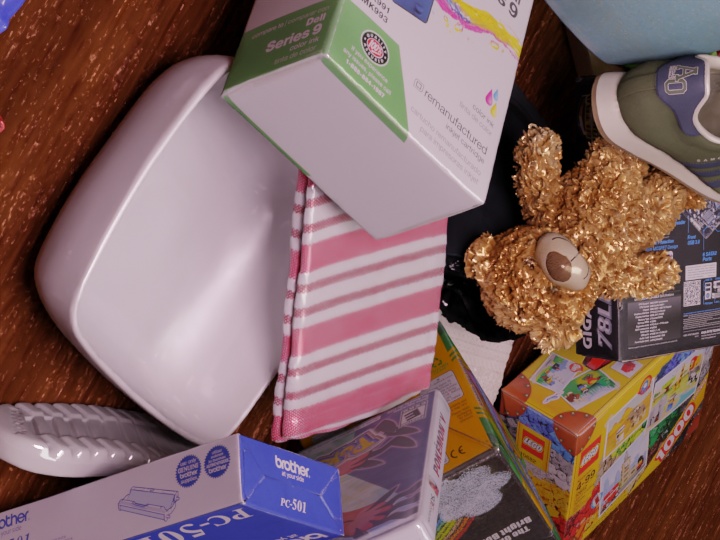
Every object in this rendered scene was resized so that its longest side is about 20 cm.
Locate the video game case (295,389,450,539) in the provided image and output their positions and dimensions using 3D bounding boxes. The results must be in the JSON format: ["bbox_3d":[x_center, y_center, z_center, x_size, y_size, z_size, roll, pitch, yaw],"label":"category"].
[{"bbox_3d":[-0.041,0.155,1.268,0.023,0.200,0.182,61,15,-16],"label":"video game case"}]

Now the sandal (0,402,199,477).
[{"bbox_3d":[-0.145,0.118,1.258,0.202,0.082,0.050,15,106,-38],"label":"sandal"}]

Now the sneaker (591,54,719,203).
[{"bbox_3d":[0.246,-0.092,1.359,0.200,0.090,0.067,17,68,-42],"label":"sneaker"}]

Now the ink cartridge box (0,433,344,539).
[{"bbox_3d":[-0.117,0.148,1.209,0.094,0.200,0.044,26,51,-49],"label":"ink cartridge box"}]

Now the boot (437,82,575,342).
[{"bbox_3d":[0.109,-0.021,1.464,0.200,0.076,0.168,43,48,-46],"label":"boot"}]

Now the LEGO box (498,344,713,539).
[{"bbox_3d":[0.195,0.111,1.673,0.200,0.077,0.149,-38,145,-35],"label":"LEGO box"}]

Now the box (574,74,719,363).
[{"bbox_3d":[0.238,-0.044,1.502,0.200,0.050,0.199,-8,99,-39],"label":"box"}]

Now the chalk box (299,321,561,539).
[{"bbox_3d":[0.053,0.154,1.457,0.125,0.124,0.200,-27,140,3],"label":"chalk box"}]

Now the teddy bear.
[{"bbox_3d":[0.160,-0.037,1.370,0.200,0.067,0.145,-25,107,-32],"label":"teddy bear"}]

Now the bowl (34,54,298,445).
[{"bbox_3d":[-0.103,-0.018,1.243,0.200,0.075,0.200,-57,143,-13],"label":"bowl"}]

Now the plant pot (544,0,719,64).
[{"bbox_3d":[0.182,-0.211,1.344,0.135,0.200,0.200,-41,148,16],"label":"plant pot"}]

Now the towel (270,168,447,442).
[{"bbox_3d":[0.000,0.000,1.305,0.146,0.030,0.200,-15,116,-51],"label":"towel"}]

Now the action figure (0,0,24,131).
[{"bbox_3d":[-0.198,-0.111,1.056,0.200,0.099,0.065,-46,138,-24],"label":"action figure"}]

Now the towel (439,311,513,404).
[{"bbox_3d":[0.062,0.037,1.519,0.200,0.034,0.133,20,92,-55],"label":"towel"}]

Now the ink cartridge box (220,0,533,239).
[{"bbox_3d":[0.018,-0.144,1.224,0.145,0.087,0.200,42,46,-32],"label":"ink cartridge box"}]

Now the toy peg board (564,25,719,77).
[{"bbox_3d":[0.252,-0.220,1.575,0.199,0.098,0.200,-48,140,-25],"label":"toy peg board"}]
